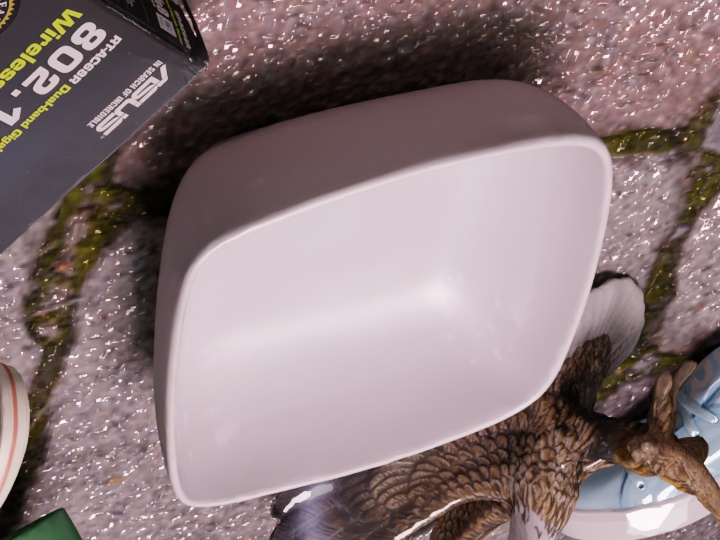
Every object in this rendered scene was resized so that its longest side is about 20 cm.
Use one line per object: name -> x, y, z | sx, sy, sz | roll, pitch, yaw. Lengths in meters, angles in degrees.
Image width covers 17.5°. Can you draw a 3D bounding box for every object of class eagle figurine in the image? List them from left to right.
eagle figurine -> 0.070, 0.103, 1.164 | 0.199, 0.151, 0.152 | -11, 110, 28

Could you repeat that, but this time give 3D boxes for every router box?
router box -> -0.174, -0.056, 0.809 | 0.200, 0.062, 0.150 | -40, 146, 16

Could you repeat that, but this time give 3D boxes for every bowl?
bowl -> 0.000, 0.000, 0.996 | 0.199, 0.075, 0.200 | -14, 144, -19

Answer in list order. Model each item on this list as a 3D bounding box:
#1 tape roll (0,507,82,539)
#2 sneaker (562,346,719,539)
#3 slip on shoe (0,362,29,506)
tape roll -> -0.205, 0.172, 1.010 | 0.200, 0.048, 0.200 | -30, 180, 0
sneaker -> 0.187, 0.076, 1.252 | 0.199, 0.074, 0.082 | -22, 116, -1
slip on shoe -> -0.218, 0.104, 0.985 | 0.200, 0.074, 0.061 | -35, 143, 18
